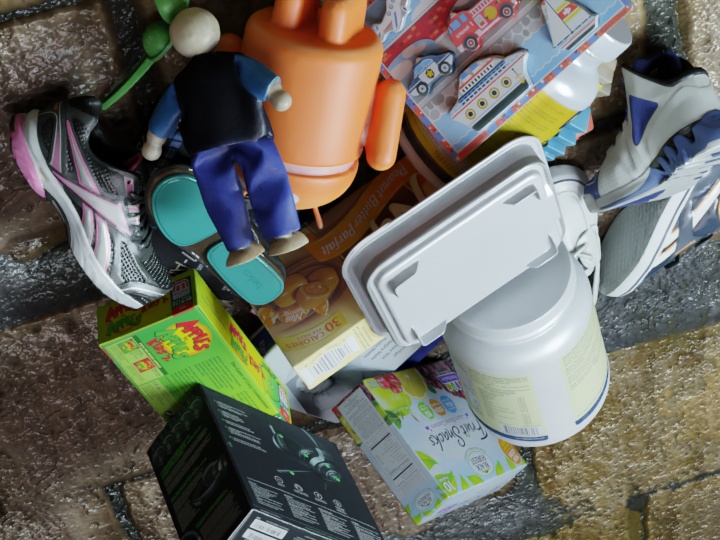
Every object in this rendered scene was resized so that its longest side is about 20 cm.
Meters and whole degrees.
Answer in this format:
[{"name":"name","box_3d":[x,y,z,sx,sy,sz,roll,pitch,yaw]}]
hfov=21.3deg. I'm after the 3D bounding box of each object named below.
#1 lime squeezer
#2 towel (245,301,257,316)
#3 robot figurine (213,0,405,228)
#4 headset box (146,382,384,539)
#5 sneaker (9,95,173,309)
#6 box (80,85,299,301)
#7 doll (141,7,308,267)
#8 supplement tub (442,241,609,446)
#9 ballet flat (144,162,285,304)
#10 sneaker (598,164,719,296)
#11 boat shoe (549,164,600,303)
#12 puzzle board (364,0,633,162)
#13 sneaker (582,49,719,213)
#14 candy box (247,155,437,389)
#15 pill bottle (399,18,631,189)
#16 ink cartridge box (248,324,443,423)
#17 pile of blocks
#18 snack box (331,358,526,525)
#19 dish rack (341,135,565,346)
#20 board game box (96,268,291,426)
[{"name":"lime squeezer","box_3d":[-0.171,-0.195,1.512,0.070,0.038,0.201,-7,141,-13]},{"name":"towel","box_3d":[0.006,0.013,1.845,0.199,0.023,0.144,-32,140,17]},{"name":"robot figurine","box_3d":[-0.046,-0.135,1.542,0.143,0.117,0.201,1,118,-24]},{"name":"headset box","box_3d":[-0.085,0.212,1.740,0.174,0.200,0.093,27,110,-35]},{"name":"sneaker","box_3d":[-0.206,-0.057,1.584,0.086,0.081,0.200,-24,121,16]},{"name":"box","box_3d":[-0.138,-0.063,1.678,0.159,0.044,0.200,12,133,-32]},{"name":"doll","box_3d":[-0.109,-0.106,1.490,0.136,0.201,0.048,-13,-171,23]},{"name":"supplement tub","box_3d":[0.152,0.058,1.789,0.144,0.146,0.200,-19,143,2]},{"name":"ballet flat","box_3d":[-0.129,-0.043,1.615,0.068,0.069,0.200,-27,140,8]},{"name":"sneaker","box_3d":[0.302,-0.046,1.842,0.079,0.079,0.200,10,133,-23]},{"name":"boat shoe","box_3d":[0.199,-0.019,1.844,0.072,0.066,0.201,-13,142,-5]},{"name":"puzzle board","box_3d":[0.099,-0.204,1.538,0.200,0.151,0.017,-41,179,27]},{"name":"sneaker","box_3d":[0.268,-0.132,1.719,0.080,0.116,0.199,-12,168,-27]},{"name":"candy box","box_3d":[0.000,0.000,1.710,0.199,0.116,0.055,-34,150,-3]},{"name":"pill bottle","box_3d":[0.129,-0.158,1.613,0.112,0.112,0.200,24,127,-40]},{"name":"ink cartridge box","box_3d":[0.002,0.071,1.863,0.199,0.041,0.200,18,129,-39]},{"name":"pile of blocks","box_3d":[0.168,-0.111,1.708,0.062,0.082,0.200,21,127,-38]},{"name":"snack box","box_3d":[0.071,0.166,1.892,0.053,0.143,0.200,-42,166,23]},{"name":"dish rack","box_3d":[0.090,-0.014,1.624,0.199,0.044,0.172,-35,149,-4]},{"name":"board game box","box_3d":[-0.152,0.090,1.770,0.101,0.048,0.200,-22,137,11]}]
